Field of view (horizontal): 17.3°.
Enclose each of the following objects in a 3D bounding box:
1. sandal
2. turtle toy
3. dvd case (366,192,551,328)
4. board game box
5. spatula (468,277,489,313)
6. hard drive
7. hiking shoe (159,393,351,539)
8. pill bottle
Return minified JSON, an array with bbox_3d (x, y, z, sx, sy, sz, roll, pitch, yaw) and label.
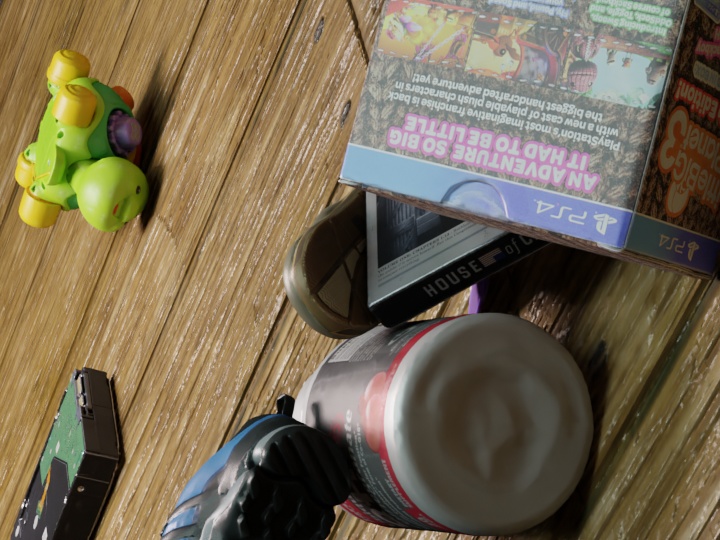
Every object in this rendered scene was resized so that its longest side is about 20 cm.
[{"bbox_3d":[0.000,0.000,1.282,0.054,0.080,0.200,-37,-3,26],"label":"sandal"},{"bbox_3d":[-0.252,-0.105,2.194,0.200,0.101,0.146,-111,39,-58],"label":"turtle toy"},{"bbox_3d":[0.069,-0.072,1.248,0.150,0.025,0.201,-29,35,22],"label":"dvd case"},{"bbox_3d":[0.101,-0.114,1.100,0.159,0.097,0.201,16,91,34],"label":"board game box"},{"bbox_3d":[0.095,-0.023,1.279,0.200,0.020,0.057,134,150,-54],"label":"spatula"},{"bbox_3d":[-0.265,0.205,2.113,0.140,0.038,0.201,-110,37,-58],"label":"hard drive"},{"bbox_3d":[-0.079,0.161,1.223,0.200,0.074,0.087,-51,19,-1],"label":"hiking shoe"},{"bbox_3d":[0.033,0.081,1.245,0.200,0.110,0.111,169,114,-69],"label":"pill bottle"}]
